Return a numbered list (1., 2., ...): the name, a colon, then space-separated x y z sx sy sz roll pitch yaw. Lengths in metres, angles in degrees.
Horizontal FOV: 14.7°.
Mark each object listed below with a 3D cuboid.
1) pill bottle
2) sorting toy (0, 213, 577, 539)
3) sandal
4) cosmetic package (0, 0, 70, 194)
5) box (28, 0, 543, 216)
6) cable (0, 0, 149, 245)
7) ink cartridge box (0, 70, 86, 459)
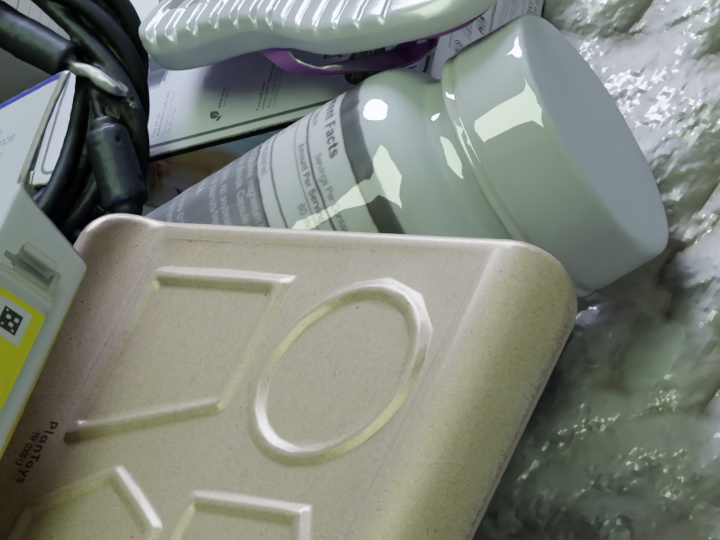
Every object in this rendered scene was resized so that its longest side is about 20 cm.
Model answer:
1. pill bottle: 0.000 0.000 0.982 0.200 0.114 0.114 -30 43 19
2. sorting toy: -0.044 0.068 0.863 0.200 0.036 0.185 7 60 40
3. sandal: -0.003 -0.095 1.024 0.082 0.050 0.202 -47 28 -24
4. cosmetic package: -0.178 -0.134 1.174 0.073 0.200 0.104 -22 40 25
5. box: -0.029 -0.083 1.115 0.200 0.060 0.117 -13 51 33
6. cable: -0.181 -0.054 1.082 0.199 0.051 0.164 -9 85 8
7. ink cartridge box: -0.172 0.046 0.947 0.197 0.047 0.200 -20 38 51
